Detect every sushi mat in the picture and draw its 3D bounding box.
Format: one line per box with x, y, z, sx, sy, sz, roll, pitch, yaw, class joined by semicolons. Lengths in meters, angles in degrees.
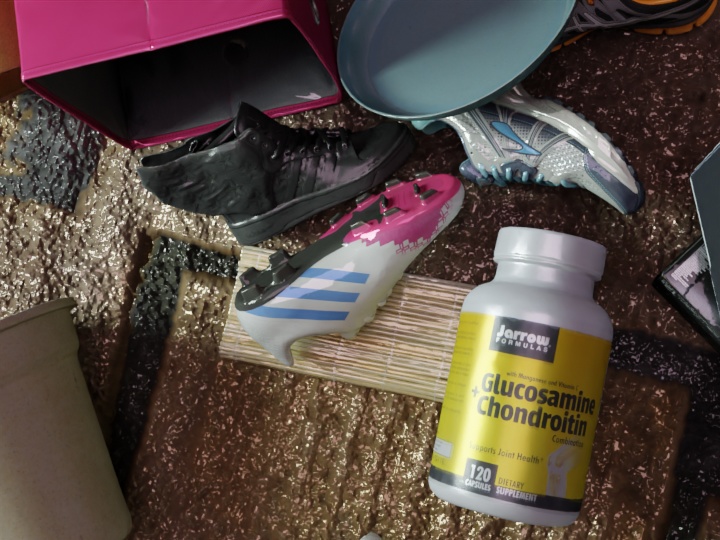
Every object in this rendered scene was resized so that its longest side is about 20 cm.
-0.010;0.042;0.814;0.199;0.012;0.096;10;84;10;sushi mat

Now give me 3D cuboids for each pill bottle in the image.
0.121;0.075;0.739;0.111;0.112;0.201;11;85;10;pill bottle

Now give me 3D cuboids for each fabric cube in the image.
-0.136;-0.228;0.774;0.199;0.196;0.201;-11;80;8;fabric cube

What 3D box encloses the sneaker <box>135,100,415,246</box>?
-0.064;-0.090;0.793;0.199;0.060;0.104;-28;117;8;sneaker

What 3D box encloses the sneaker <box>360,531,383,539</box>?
-0.004;0.300;0.751;0.104;0.075;0.201;29;96;15;sneaker

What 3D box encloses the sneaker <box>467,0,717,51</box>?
0.176;-0.219;0.784;0.199;0.077;0.079;-7;84;10;sneaker

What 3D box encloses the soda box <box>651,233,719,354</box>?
0.306;0.057;0.733;0.063;0.071;0.200;-42;79;3;soda box

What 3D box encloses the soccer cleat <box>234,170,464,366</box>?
0.000;0.000;0.780;0.199;0.070;0.087;-29;114;7;soccer cleat

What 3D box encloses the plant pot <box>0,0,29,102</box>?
-0.337;-0.239;0.827;0.186;0.186;0.201;-26;93;5;plant pot

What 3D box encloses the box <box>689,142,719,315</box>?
0.346;-0.001;0.654;0.195;0.124;0.201;3;64;-14;box

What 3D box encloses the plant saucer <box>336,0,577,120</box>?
0.074;-0.189;0.767;0.199;0.027;0.201;-17;51;23;plant saucer

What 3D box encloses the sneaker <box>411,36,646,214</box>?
0.126;-0.092;0.785;0.200;0.078;0.087;38;96;20;sneaker

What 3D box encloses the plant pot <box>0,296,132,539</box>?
-0.270;0.145;0.765;0.200;0.200;0.184;-26;91;5;plant pot
